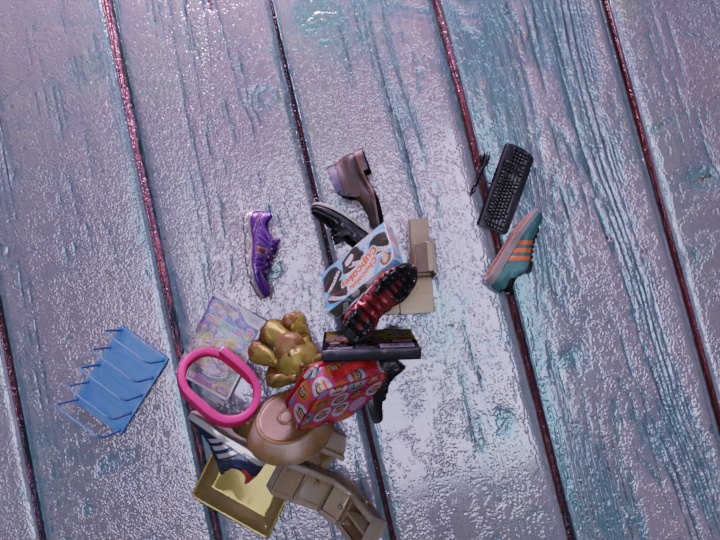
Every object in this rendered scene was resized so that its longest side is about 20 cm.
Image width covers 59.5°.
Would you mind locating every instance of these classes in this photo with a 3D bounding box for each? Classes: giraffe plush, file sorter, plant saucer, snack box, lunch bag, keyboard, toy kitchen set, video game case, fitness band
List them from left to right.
[{"bbox_3d":[-0.551,0.247,1.394,0.137,0.123,0.202,32,88,4],"label":"file sorter"},{"bbox_3d":[-0.307,0.250,1.373,0.198,0.038,0.144,37,51,9],"label":"fitness band"},{"bbox_3d":[-0.319,0.174,1.445,0.141,0.018,0.203,27,87,4],"label":"video game case"},{"bbox_3d":[-0.245,0.454,1.408,0.197,0.048,0.203,27,87,3],"label":"plant saucer"},{"bbox_3d":[-0.154,0.324,1.351,0.195,0.202,0.036,-8,126,1],"label":"plant saucer"},{"bbox_3d":[-0.146,0.190,1.361,0.198,0.162,0.174,37,85,0],"label":"giraffe plush"},{"bbox_3d":[-0.053,0.443,1.304,0.198,0.180,0.166,31,87,-29],"label":"toy kitchen set"},{"bbox_3d":[-0.044,0.238,1.292,0.083,0.197,0.177,56,131,27],"label":"lunch bag"},{"bbox_3d":[0.000,0.000,1.361,0.199,0.037,0.118,-39,41,23],"label":"snack box"},{"bbox_3d":[0.019,0.153,1.303,0.194,0.181,0.026,-2,97,-2],"label":"video game case"},{"bbox_3d":[0.073,-0.007,1.369,0.175,0.163,0.206,-3,85,1],"label":"toy kitchen set"},{"bbox_3d":[0.315,-0.198,1.456,0.124,0.021,0.204,20,86,3],"label":"keyboard"}]

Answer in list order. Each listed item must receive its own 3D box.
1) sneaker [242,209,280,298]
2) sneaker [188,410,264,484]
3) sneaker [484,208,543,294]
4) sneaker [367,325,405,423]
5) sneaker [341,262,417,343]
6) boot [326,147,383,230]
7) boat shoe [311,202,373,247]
[{"bbox_3d":[-0.221,-0.039,1.431,0.081,0.081,0.206,-5,85,-5],"label":"sneaker"},{"bbox_3d":[-0.300,0.384,1.356,0.198,0.075,0.086,33,95,8],"label":"sneaker"},{"bbox_3d":[0.363,-0.039,1.422,0.079,0.071,0.202,33,92,-1],"label":"sneaker"},{"bbox_3d":[0.056,0.232,1.410,0.102,0.060,0.205,-12,82,4],"label":"sneaker"},{"bbox_3d":[0.035,0.059,1.293,0.071,0.098,0.200,44,89,-9],"label":"sneaker"},{"bbox_3d":[-0.010,-0.171,1.443,0.095,0.075,0.205,-18,76,10],"label":"boot"},{"bbox_3d":[-0.035,-0.082,1.430,0.197,0.074,0.067,32,75,-6],"label":"boat shoe"}]
